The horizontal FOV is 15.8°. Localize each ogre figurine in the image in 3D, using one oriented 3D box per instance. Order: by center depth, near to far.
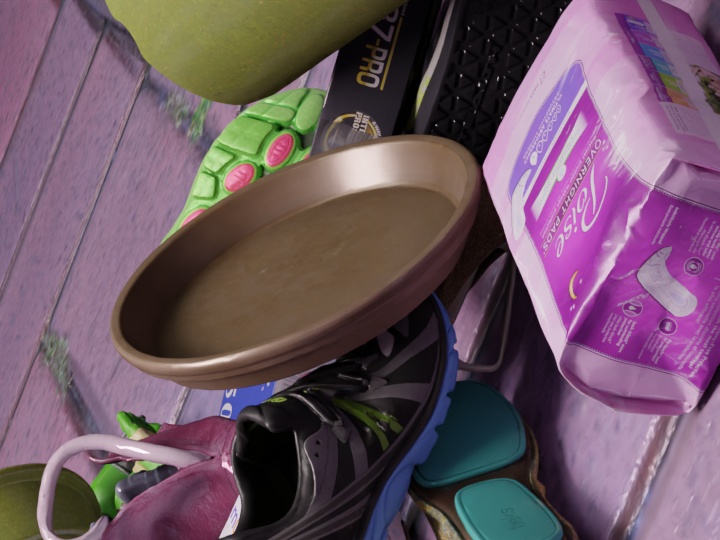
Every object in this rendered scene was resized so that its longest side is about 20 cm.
[{"bbox_3d":[-0.160,0.176,1.735,0.120,0.098,0.200,-50,37,5],"label":"ogre figurine"}]

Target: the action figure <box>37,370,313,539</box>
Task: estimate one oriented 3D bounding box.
[{"bbox_3d":[-0.058,0.100,1.423,0.199,0.149,0.135,-19,57,26],"label":"action figure"}]

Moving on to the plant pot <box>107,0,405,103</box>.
[{"bbox_3d":[-0.036,-0.188,1.330,0.190,0.199,0.201,-41,33,37],"label":"plant pot"}]

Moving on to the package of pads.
[{"bbox_3d":[0.120,-0.037,1.166,0.200,0.075,0.121,-105,35,-59],"label":"package of pads"}]

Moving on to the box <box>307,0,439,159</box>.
[{"bbox_3d":[0.009,-0.112,1.501,0.200,0.049,0.162,98,-170,-82],"label":"box"}]

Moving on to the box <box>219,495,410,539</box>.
[{"bbox_3d":[-0.035,0.233,1.313,0.200,0.096,0.177,-105,36,-61],"label":"box"}]

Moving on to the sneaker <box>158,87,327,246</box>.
[{"bbox_3d":[-0.077,-0.042,1.720,0.200,0.077,0.084,-50,-5,14],"label":"sneaker"}]

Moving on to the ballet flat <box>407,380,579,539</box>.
[{"bbox_3d":[0.061,0.118,1.215,0.200,0.070,0.071,-116,49,-68],"label":"ballet flat"}]

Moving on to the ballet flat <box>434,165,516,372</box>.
[{"bbox_3d":[0.034,0.043,1.328,0.201,0.072,0.068,-62,-4,-9],"label":"ballet flat"}]

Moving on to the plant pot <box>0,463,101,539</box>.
[{"bbox_3d":[-0.184,0.251,1.541,0.190,0.199,0.201,42,116,33],"label":"plant pot"}]

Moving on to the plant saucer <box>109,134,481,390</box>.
[{"bbox_3d":[-0.029,-0.002,1.272,0.199,0.030,0.200,-22,25,11],"label":"plant saucer"}]

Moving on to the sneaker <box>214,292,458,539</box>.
[{"bbox_3d":[-0.014,0.073,1.220,0.071,0.083,0.200,-27,32,49],"label":"sneaker"}]

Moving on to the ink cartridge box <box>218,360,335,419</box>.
[{"bbox_3d":[-0.059,0.119,1.567,0.094,0.044,0.201,-32,42,60],"label":"ink cartridge box"}]

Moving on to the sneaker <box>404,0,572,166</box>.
[{"bbox_3d":[0.068,-0.134,1.413,0.201,0.071,0.083,-61,19,26],"label":"sneaker"}]
